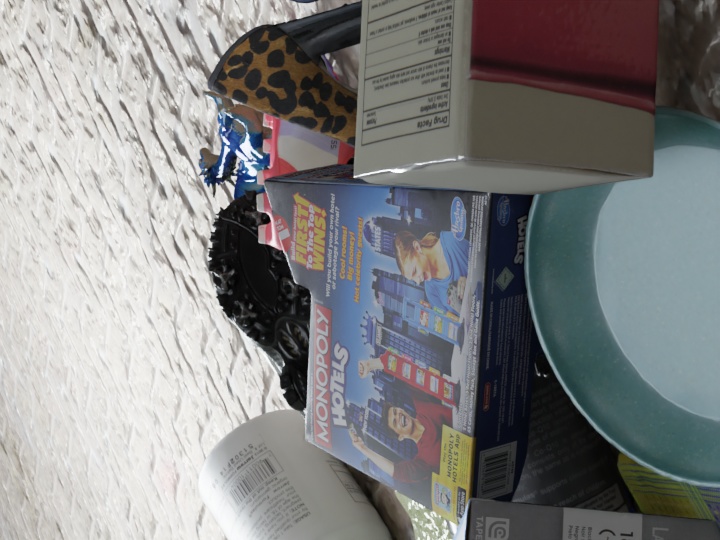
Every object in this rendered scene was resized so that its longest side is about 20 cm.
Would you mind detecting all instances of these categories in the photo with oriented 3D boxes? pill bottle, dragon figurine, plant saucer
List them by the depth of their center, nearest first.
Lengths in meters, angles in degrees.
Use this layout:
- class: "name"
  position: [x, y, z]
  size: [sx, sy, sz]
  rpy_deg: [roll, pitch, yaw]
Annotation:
- class: "plant saucer"
  position: [0.171, 0.011, 1.121]
  size: [0.199, 0.036, 0.201]
  rpy_deg: [20, 119, 40]
- class: "pill bottle"
  position: [0.088, 0.093, 1.352]
  size: [0.201, 0.113, 0.114]
  rpy_deg: [69, 158, -1]
- class: "dragon figurine"
  position: [-0.070, -0.085, 1.635]
  size: [0.200, 0.059, 0.100]
  rpy_deg: [31, 137, 58]
- class: "pill bottle"
  position: [-0.039, 0.219, 1.768]
  size: [0.200, 0.114, 0.115]
  rpy_deg: [53, 154, 34]

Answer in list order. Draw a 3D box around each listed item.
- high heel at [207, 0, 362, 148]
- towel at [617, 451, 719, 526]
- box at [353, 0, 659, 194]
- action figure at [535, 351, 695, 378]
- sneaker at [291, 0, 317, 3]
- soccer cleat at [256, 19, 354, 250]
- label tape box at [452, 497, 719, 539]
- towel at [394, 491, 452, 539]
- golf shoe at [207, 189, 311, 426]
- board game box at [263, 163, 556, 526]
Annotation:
- class: "high heel"
  position: [-0.015, -0.068, 1.401]
  size: [0.071, 0.142, 0.201]
  rpy_deg: [22, 129, 66]
- class: "towel"
  position: [0.220, 0.159, 1.195]
  size: [0.144, 0.023, 0.200]
  rpy_deg: [60, 160, -9]
- class: "box"
  position: [0.073, -0.143, 1.083]
  size: [0.128, 0.108, 0.201]
  rpy_deg: [176, 97, -66]
- class: "action figure"
  position: [0.118, 0.019, 1.242]
  size: [0.200, 0.055, 0.119]
  rpy_deg: [31, 127, 37]
- class: "sneaker"
  position: [-0.018, -0.199, 1.351]
  size: [0.200, 0.070, 0.109]
  rpy_deg: [116, 151, -58]
- class: "soccer cleat"
  position: [-0.030, -0.092, 1.490]
  size: [0.067, 0.076, 0.201]
  rpy_deg: [93, 179, -47]
- class: "label tape box"
  position: [0.147, 0.181, 1.205]
  size: [0.144, 0.199, 0.064]
  rpy_deg: [101, 174, -68]
- class: "towel"
  position: [0.065, 0.149, 1.563]
  size: [0.149, 0.036, 0.200]
  rpy_deg: [68, 159, -1]
- class: "golf shoe"
  position: [-0.046, 0.038, 1.592]
  size: [0.201, 0.077, 0.094]
  rpy_deg: [64, -170, 14]
- class: "board game box"
  position: [0.024, 0.018, 1.267]
  size: [0.199, 0.061, 0.201]
  rpy_deg: [26, 120, 46]
